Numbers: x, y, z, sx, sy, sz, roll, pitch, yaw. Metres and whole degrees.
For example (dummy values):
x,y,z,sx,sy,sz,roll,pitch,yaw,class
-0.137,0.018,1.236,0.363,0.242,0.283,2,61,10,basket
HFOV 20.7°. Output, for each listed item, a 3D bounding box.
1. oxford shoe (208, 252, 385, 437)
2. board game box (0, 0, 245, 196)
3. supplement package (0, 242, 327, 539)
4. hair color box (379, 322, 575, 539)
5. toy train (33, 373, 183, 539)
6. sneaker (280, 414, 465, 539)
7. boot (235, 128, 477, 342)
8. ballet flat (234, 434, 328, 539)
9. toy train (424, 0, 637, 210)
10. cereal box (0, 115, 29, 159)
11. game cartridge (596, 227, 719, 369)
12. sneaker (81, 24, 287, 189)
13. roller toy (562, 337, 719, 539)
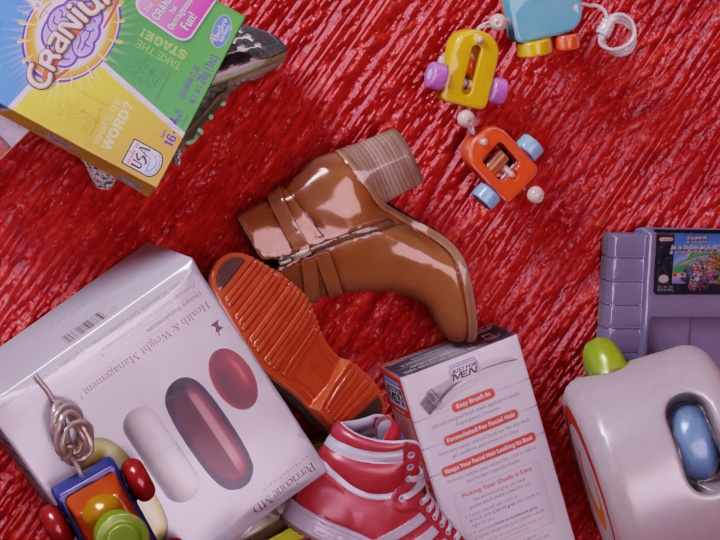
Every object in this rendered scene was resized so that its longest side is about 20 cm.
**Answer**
x,y,z,sx,sy,sz,roll,pitch,yaw,class
-0.066,0.066,1.592,0.071,0.073,0.200,-49,116,-25,oxford shoe
-0.208,-0.170,1.467,0.200,0.040,0.153,28,77,-11,board game box
-0.170,0.117,1.528,0.191,0.147,0.200,-36,106,-12,supplement package
0.100,0.159,1.676,0.111,0.064,0.200,-20,104,-15,hair color box
-0.180,0.172,1.391,0.085,0.116,0.200,-29,105,-11,toy train
0.044,0.186,1.587,0.200,0.071,0.113,23,94,-27,sneaker
0.000,0.000,1.615,0.155,0.077,0.200,-29,112,-9,boot
-0.068,0.192,1.610,0.200,0.067,0.067,-32,75,-12,ballet flat
0.132,-0.158,1.655,0.150,0.056,0.200,40,86,-21,toy train
-0.269,-0.193,1.511,0.200,0.040,0.144,-45,108,-9,cereal box
0.305,0.027,1.750,0.200,0.038,0.130,0,101,-20,game cartridge
-0.146,-0.129,1.562,0.200,0.077,0.089,-27,137,-17,sneaker
0.261,0.162,1.658,0.140,0.182,0.200,-17,123,-1,roller toy
